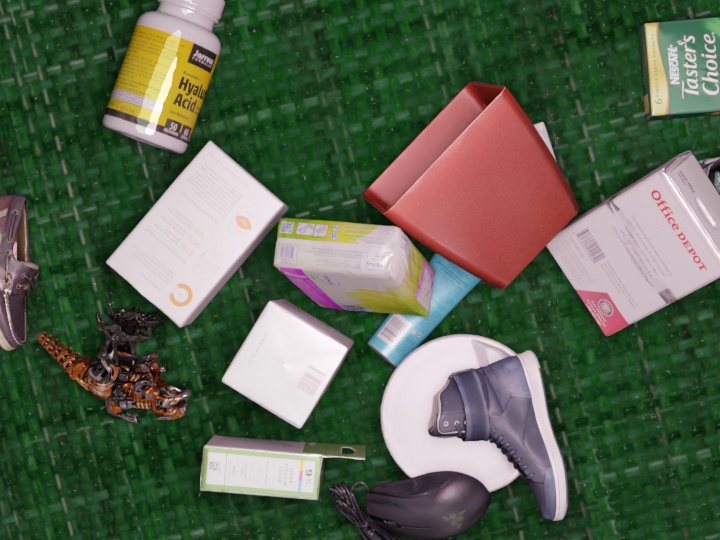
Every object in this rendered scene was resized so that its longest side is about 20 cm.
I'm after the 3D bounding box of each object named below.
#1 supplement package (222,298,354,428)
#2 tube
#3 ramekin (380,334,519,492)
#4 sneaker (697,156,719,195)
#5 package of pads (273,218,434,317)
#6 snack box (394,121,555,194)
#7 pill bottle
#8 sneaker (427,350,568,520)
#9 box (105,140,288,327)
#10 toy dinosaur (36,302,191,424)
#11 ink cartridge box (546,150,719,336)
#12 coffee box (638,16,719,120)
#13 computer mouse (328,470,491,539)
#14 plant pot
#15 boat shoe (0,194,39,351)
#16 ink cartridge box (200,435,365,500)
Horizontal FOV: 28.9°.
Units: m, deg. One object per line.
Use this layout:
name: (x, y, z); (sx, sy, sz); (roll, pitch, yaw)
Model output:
supplement package: (-0.083, 0.108, 1.698); (0.109, 0.200, 0.114); (31, 91, 2)
tube: (0.091, 0.033, 1.774); (0.077, 0.050, 0.200); (41, 85, -3)
ramekin: (0.127, 0.177, 1.747); (0.202, 0.094, 0.203); (0, 90, 2)
sneaker: (0.425, -0.105, 1.717); (0.200, 0.140, 0.078); (-22, 90, 1)
package of pads: (0.000, 0.000, 1.679); (0.154, 0.200, 0.068); (5, 75, 19)
snack box: (0.149, -0.124, 1.782); (0.200, 0.024, 0.072); (-18, 91, 1)
pill bottle: (-0.240, -0.256, 1.747); (0.111, 0.111, 0.200); (19, 90, 1)
sneaker: (0.159, 0.209, 1.653); (0.146, 0.077, 0.203); (-12, 80, -11)
box: (-0.202, -0.044, 1.753); (0.124, 0.097, 0.200); (41, 90, 1)
toy dinosaur: (-0.308, 0.122, 1.762); (0.200, 0.102, 0.136); (15, 108, -20)
ink cartridge box: (0.349, -0.032, 1.696); (0.200, 0.085, 0.146); (-34, 89, 43)
coffee box: (0.457, -0.258, 1.766); (0.200, 0.044, 0.123); (-3, 90, 1)
computer mouse: (0.067, 0.301, 1.702); (0.200, 0.053, 0.139); (-20, 123, 32)
plant pot: (0.143, -0.092, 1.683); (0.176, 0.200, 0.200); (44, 92, -12)
boat shoe: (-0.441, 0.000, 1.772); (0.065, 0.072, 0.200); (-8, 84, 6)
ink cartridge box: (-0.094, 0.247, 1.746); (0.200, 0.104, 0.059); (4, 90, 1)
